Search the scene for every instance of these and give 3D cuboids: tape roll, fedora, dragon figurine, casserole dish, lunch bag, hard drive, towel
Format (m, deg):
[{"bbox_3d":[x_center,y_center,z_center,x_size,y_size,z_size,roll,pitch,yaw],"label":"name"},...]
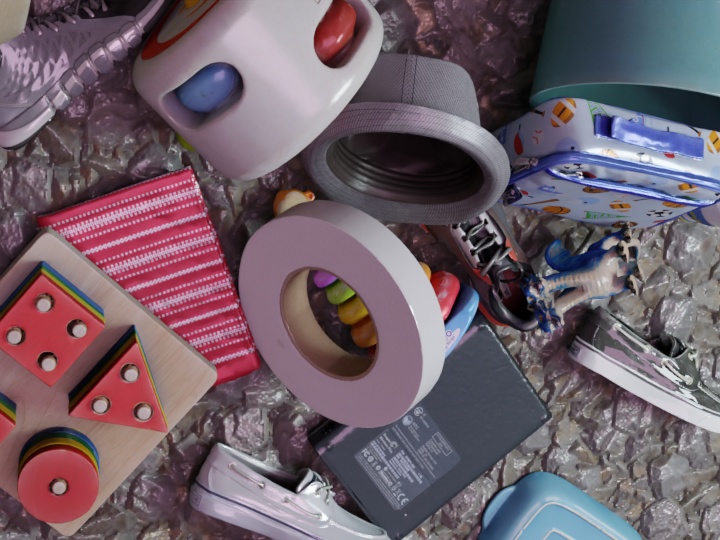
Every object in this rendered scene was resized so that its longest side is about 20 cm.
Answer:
[{"bbox_3d":[-0.018,0.038,1.341,0.037,0.202,0.205,-36,118,-42],"label":"tape roll"},{"bbox_3d":[0.040,-0.118,1.312,0.175,0.200,0.091,4,70,11],"label":"fedora"},{"bbox_3d":[0.201,0.000,1.426,0.099,0.200,0.059,-14,103,19],"label":"dragon figurine"},{"bbox_3d":[0.205,0.284,1.561,0.199,0.039,0.122,36,94,-24],"label":"casserole dish"},{"bbox_3d":[0.215,-0.092,1.383,0.198,0.160,0.076,8,77,-24],"label":"lunch bag"},{"bbox_3d":[0.068,0.147,1.477,0.199,0.033,0.140,-38,115,-3],"label":"hard drive"},{"bbox_3d":[-0.181,0.023,1.368,0.143,0.022,0.202,-19,109,-5],"label":"towel"}]

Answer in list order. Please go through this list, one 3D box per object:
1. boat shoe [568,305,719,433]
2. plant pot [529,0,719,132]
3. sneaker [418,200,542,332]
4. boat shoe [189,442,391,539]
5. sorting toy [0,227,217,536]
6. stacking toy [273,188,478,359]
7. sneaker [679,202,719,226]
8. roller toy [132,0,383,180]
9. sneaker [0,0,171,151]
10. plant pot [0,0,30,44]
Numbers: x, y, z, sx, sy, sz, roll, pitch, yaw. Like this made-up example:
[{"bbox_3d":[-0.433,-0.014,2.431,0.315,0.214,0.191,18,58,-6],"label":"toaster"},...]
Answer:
[{"bbox_3d":[0.296,0.097,1.516,0.199,0.071,0.064,27,98,-21],"label":"boat shoe"},{"bbox_3d":[0.251,-0.213,1.349,0.199,0.200,0.163,9,84,-19],"label":"plant pot"},{"bbox_3d":[0.112,-0.028,1.415,0.077,0.082,0.201,-38,111,-3],"label":"sneaker"},{"bbox_3d":[-0.054,0.213,1.434,0.198,0.074,0.067,20,97,-16],"label":"boat shoe"},{"bbox_3d":[-0.255,0.107,1.331,0.199,0.070,0.200,42,96,-19],"label":"sorting toy"},{"bbox_3d":[0.000,0.000,1.391,0.200,0.110,0.116,44,89,-12],"label":"stacking toy"},{"bbox_3d":[0.383,-0.113,1.476,0.200,0.082,0.074,-46,112,-2],"label":"sneaker"},{"bbox_3d":[-0.084,-0.181,1.254,0.200,0.182,0.140,-46,111,0],"label":"roller toy"},{"bbox_3d":[-0.248,-0.199,1.259,0.200,0.075,0.116,-43,111,0],"label":"sneaker"},{"bbox_3d":[-0.305,-0.235,1.156,0.133,0.200,0.202,10,103,-15],"label":"plant pot"}]
